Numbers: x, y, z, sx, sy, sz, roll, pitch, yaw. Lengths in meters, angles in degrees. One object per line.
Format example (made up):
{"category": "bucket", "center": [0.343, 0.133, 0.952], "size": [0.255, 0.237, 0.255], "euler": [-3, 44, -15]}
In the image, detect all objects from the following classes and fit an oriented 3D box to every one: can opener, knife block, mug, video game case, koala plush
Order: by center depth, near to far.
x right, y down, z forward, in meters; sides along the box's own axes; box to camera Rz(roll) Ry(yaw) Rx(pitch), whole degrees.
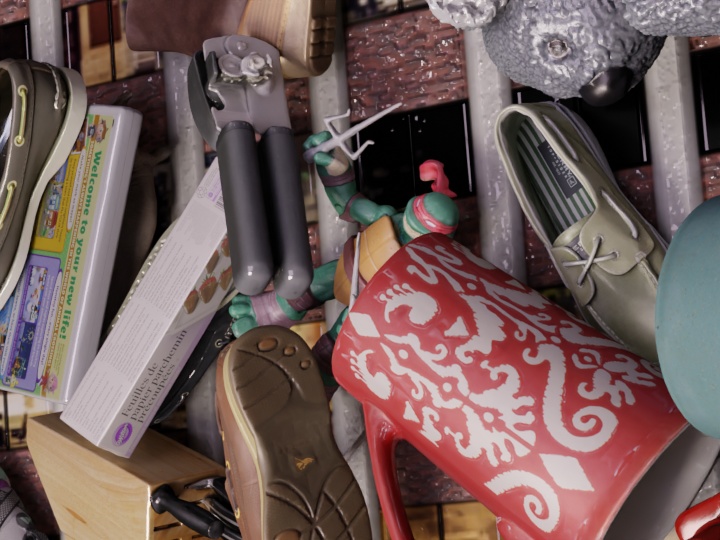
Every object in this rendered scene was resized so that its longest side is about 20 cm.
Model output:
{"category": "koala plush", "center": [0.151, -0.164, 1.269], "size": [0.200, 0.177, 0.184], "euler": [-25, 62, 33]}
{"category": "mug", "center": [0.078, 0.086, 1.275], "size": [0.200, 0.177, 0.134], "euler": [37, 144, 23]}
{"category": "can opener", "center": [-0.067, -0.065, 1.403], "size": [0.067, 0.052, 0.201], "euler": [119, 148, -46]}
{"category": "knife block", "center": [-0.130, 0.146, 1.478], "size": [0.176, 0.064, 0.201], "euler": [-47, 61, 45]}
{"category": "video game case", "center": [-0.227, -0.017, 1.546], "size": [0.182, 0.022, 0.201], "euler": [8, 86, 47]}

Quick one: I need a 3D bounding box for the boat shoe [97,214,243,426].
{"category": "boat shoe", "center": [-0.113, 0.025, 1.507], "size": [0.075, 0.062, 0.200], "euler": [40, 97, 34]}

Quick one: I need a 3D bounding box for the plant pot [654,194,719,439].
{"category": "plant pot", "center": [0.263, 0.027, 1.160], "size": [0.188, 0.200, 0.201], "euler": [-1, 87, 45]}

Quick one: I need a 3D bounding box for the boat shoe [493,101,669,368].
{"category": "boat shoe", "center": [0.136, -0.014, 1.325], "size": [0.072, 0.062, 0.200], "euler": [-43, 65, 26]}

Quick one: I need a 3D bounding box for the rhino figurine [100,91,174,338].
{"category": "rhino figurine", "center": [-0.176, -0.024, 1.556], "size": [0.087, 0.060, 0.201], "euler": [15, 95, 40]}

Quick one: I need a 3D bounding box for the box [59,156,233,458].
{"category": "box", "center": [-0.121, 0.023, 1.453], "size": [0.041, 0.039, 0.200], "euler": [30, 90, 33]}

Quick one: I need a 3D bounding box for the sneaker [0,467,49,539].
{"category": "sneaker", "center": [-0.290, 0.247, 1.611], "size": [0.140, 0.078, 0.200], "euler": [44, 112, 30]}

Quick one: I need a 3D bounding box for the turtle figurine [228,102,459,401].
{"category": "turtle figurine", "center": [0.000, 0.000, 1.399], "size": [0.200, 0.100, 0.150], "euler": [-49, 39, 36]}

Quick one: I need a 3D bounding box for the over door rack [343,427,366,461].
{"category": "over door rack", "center": [0.029, 0.149, 1.391], "size": [0.200, 0.067, 0.148], "euler": [-46, 64, 25]}

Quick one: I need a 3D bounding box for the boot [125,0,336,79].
{"category": "boot", "center": [-0.081, -0.229, 1.490], "size": [0.166, 0.072, 0.201], "euler": [15, 99, 34]}

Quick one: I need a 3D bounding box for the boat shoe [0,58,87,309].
{"category": "boat shoe", "center": [-0.251, -0.049, 1.518], "size": [0.072, 0.060, 0.202], "euler": [38, 108, 44]}

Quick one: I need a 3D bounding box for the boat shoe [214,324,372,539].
{"category": "boat shoe", "center": [-0.044, 0.135, 1.370], "size": [0.068, 0.072, 0.201], "euler": [-28, 74, 64]}

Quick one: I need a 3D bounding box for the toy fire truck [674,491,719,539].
{"category": "toy fire truck", "center": [0.223, 0.192, 1.155], "size": [0.128, 0.200, 0.177], "euler": [-32, 78, 31]}
